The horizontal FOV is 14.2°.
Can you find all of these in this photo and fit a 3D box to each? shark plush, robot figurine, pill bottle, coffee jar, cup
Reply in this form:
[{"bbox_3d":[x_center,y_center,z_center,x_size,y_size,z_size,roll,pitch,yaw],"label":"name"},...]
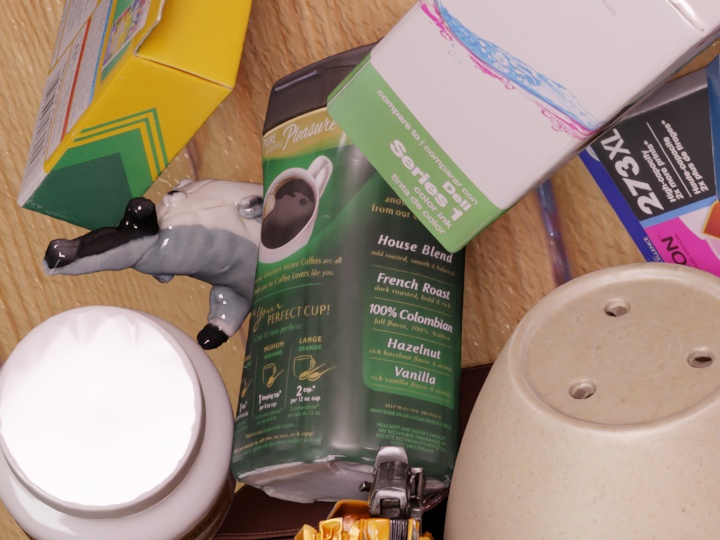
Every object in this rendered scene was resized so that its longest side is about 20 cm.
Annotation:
[{"bbox_3d":[-0.056,0.000,1.358,0.091,0.200,0.083,7,92,35],"label":"shark plush"},{"bbox_3d":[0.004,0.154,1.204,0.058,0.145,0.200,0,165,3],"label":"robot figurine"},{"bbox_3d":[-0.113,0.078,1.314,0.114,0.114,0.200,47,171,7],"label":"pill bottle"},{"bbox_3d":[0.000,0.000,1.282,0.104,0.085,0.200,-17,64,57],"label":"coffee jar"},{"bbox_3d":[0.121,0.083,1.181,0.200,0.200,0.143,23,143,36],"label":"cup"}]

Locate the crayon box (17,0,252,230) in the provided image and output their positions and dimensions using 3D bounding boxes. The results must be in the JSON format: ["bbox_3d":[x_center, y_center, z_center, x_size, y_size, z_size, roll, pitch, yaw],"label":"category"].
[{"bbox_3d":[-0.094,-0.114,1.332,0.052,0.126,0.200,19,151,-16],"label":"crayon box"}]

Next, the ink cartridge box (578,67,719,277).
[{"bbox_3d":[0.158,-0.038,1.188,0.095,0.037,0.200,57,149,-8],"label":"ink cartridge box"}]

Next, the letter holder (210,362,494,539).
[{"bbox_3d":[0.033,0.125,1.390,0.200,0.142,0.101,-14,110,54],"label":"letter holder"}]

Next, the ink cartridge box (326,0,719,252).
[{"bbox_3d":[0.096,-0.109,1.091,0.084,0.145,0.200,50,146,1],"label":"ink cartridge box"}]

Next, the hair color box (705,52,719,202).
[{"bbox_3d":[0.205,-0.082,0.994,0.200,0.100,0.061,128,144,-61],"label":"hair color box"}]
